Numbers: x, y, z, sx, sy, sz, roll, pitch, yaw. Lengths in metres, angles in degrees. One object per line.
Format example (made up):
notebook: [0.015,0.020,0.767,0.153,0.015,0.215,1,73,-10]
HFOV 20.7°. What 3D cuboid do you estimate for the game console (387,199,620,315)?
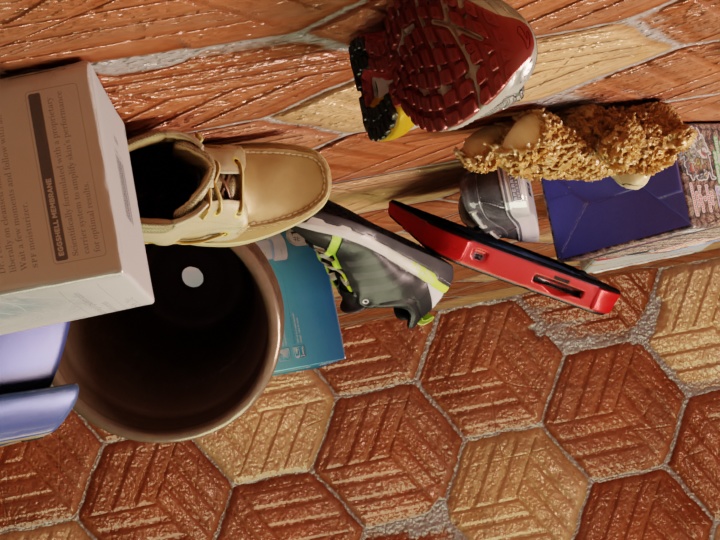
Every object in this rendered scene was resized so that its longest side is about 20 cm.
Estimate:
game console: [0.134,-0.017,1.854,0.200,0.031,0.177,20,-171,-17]

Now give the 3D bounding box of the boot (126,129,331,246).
boot: [-0.103,-0.057,1.326,0.200,0.073,0.155,-4,176,-14]

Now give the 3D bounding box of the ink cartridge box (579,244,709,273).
ink cartridge box: [0.314,-0.057,2.183,0.146,0.083,0.200,-12,175,0]

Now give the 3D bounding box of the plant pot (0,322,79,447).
plant pot: [-0.321,0.047,1.404,0.200,0.180,0.200,-6,173,-39]

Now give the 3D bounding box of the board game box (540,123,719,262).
board game box: [0.296,-0.075,1.869,0.159,0.097,0.200,-16,173,43]

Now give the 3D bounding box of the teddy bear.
teddy bear: [0.171,-0.093,1.564,0.145,0.067,0.200,-12,175,38]

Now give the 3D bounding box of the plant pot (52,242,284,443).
plant pot: [-0.153,0.023,1.639,0.200,0.200,0.175,-12,-167,10]

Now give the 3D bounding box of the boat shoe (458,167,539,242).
boat shoe: [0.123,-0.060,1.796,0.068,0.072,0.200,-11,175,8]

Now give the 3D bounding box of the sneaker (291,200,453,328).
sneaker: [0.000,0.000,1.745,0.200,0.083,0.072,25,-173,-33]

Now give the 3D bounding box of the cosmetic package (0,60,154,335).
cosmetic package: [-0.232,-0.026,1.127,0.200,0.123,0.199,-10,175,-2]

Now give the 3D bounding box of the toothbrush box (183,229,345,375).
toothbrush box: [-0.130,0.034,1.864,0.200,0.146,0.085,-10,175,-18]

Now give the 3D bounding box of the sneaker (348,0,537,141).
sneaker: [0.055,-0.118,1.067,0.082,0.078,0.200,-14,-175,-14]
